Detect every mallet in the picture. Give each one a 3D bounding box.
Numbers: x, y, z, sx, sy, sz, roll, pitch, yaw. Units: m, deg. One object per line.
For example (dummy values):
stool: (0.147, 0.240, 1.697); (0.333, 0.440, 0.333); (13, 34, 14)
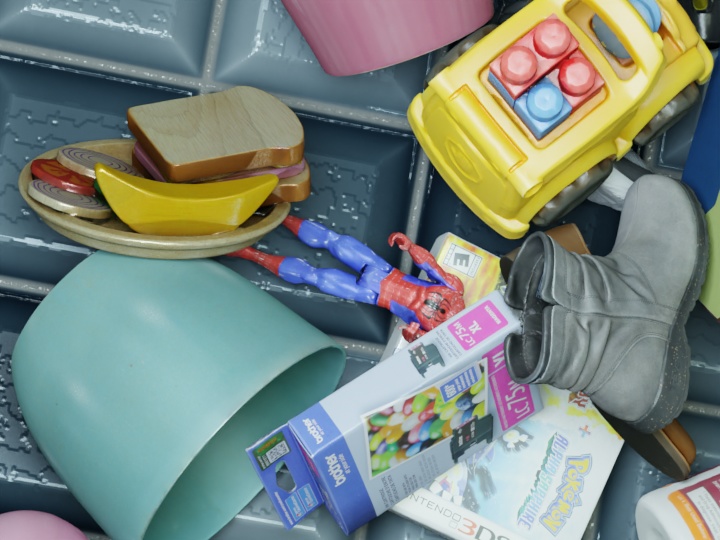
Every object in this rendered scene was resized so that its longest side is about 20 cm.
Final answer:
mallet: (0.236, -0.211, 1.534); (0.041, 0.200, 0.066); (-3, 78, 12)

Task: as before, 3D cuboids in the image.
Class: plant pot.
plant pot: (0.006, -0.241, 1.511); (0.200, 0.200, 0.179); (-23, 105, -10)
plant pot: (-0.135, 0.075, 1.459); (0.161, 0.201, 0.201); (41, 80, 16)

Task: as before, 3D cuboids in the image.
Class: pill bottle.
pill bottle: (0.308, 0.179, 1.549); (0.200, 0.114, 0.114); (-20, 88, -9)

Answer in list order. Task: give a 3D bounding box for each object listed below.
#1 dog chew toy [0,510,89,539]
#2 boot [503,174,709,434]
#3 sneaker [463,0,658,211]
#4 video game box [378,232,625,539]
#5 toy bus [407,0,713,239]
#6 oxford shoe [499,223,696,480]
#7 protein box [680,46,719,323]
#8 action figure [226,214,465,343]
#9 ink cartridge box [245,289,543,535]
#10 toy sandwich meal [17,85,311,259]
dog chew toy: (-0.183, 0.241, 1.473); (0.200, 0.125, 0.125); (22, 82, -13)
boot: (0.162, 0.000, 1.452); (0.132, 0.070, 0.200); (26, 52, -28)
sneaker: (0.160, -0.127, 1.571); (0.200, 0.075, 0.114); (33, 84, -2)
video game box: (0.099, 0.101, 1.560); (0.182, 0.047, 0.200); (26, 82, -8)
toy bus: (0.140, -0.135, 1.443); (0.200, 0.192, 0.136); (-38, 83, -6)
oxford shoe: (0.183, 0.055, 1.521); (0.071, 0.071, 0.200); (-33, 90, -16)
protein box: (0.345, -0.059, 1.517); (0.200, 0.135, 0.199); (9, 109, -16)
action figure: (0.000, 0.000, 1.502); (0.200, 0.099, 0.065); (24, 81, 10)
ink cartridge box: (0.027, 0.106, 1.469); (0.200, 0.119, 0.042); (-30, 55, -8)
toy sandwich meal: (-0.130, -0.072, 1.473); (0.205, 0.205, 0.070); (4, 114, -8)
